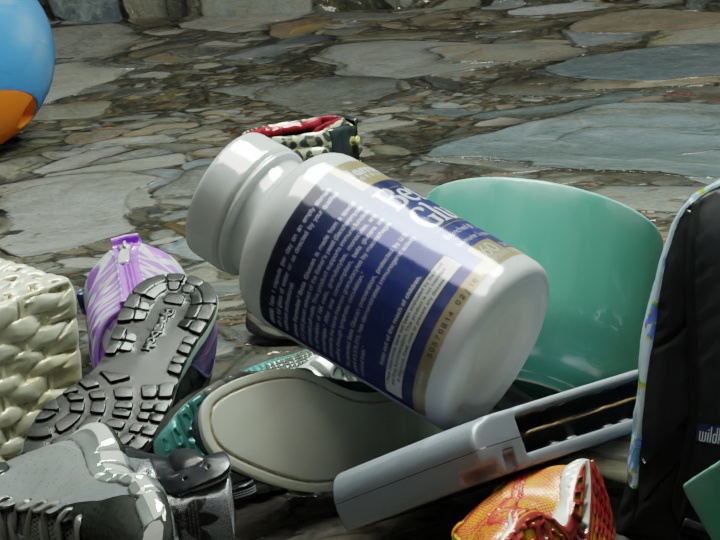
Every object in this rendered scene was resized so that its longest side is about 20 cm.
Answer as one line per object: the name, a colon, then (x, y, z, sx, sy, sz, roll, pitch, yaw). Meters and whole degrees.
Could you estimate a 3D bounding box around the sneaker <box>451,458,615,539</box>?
sneaker: (0.079, 0.152, 1.387, 0.077, 0.073, 0.200, -17, 3, 17)

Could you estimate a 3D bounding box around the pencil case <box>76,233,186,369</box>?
pencil case: (-0.150, 0.035, 1.877, 0.083, 0.086, 0.200, -5, 14, -8)

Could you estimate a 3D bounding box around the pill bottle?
pill bottle: (0.000, 0.000, 1.574, 0.199, 0.112, 0.111, 30, 28, 22)

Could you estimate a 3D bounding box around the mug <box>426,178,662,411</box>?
mug: (0.119, 0.028, 1.682, 0.184, 0.115, 0.152, 13, -18, -4)

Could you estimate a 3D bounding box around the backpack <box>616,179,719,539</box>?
backpack: (0.225, 0.042, 1.476, 0.162, 0.201, 0.154, 0, 13, 20)

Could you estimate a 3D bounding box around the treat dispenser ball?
treat dispenser ball: (-0.412, -0.219, 2.769, 0.200, 0.202, 0.201, -4, 13, 1)

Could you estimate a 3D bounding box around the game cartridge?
game cartridge: (0.082, 0.099, 1.528, 0.133, 0.042, 0.199, -20, -4, 42)

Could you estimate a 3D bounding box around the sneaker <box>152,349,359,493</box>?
sneaker: (-0.065, 0.095, 1.669, 0.091, 0.078, 0.200, -15, 1, 40)

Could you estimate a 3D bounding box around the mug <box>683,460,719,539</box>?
mug: (0.251, 0.112, 1.314, 0.152, 0.115, 0.185, -34, -9, 12)

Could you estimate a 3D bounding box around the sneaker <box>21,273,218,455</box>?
sneaker: (-0.138, 0.098, 1.666, 0.075, 0.088, 0.200, 15, 45, 21)

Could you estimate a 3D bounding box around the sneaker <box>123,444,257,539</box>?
sneaker: (-0.128, 0.137, 1.459, 0.113, 0.076, 0.200, -2, 11, 21)

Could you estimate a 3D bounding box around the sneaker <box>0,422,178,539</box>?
sneaker: (-0.154, 0.136, 1.319, 0.115, 0.075, 0.200, -13, 14, -14)

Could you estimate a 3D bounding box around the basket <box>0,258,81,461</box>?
basket: (-0.272, 0.072, 1.656, 0.123, 0.136, 0.200, 8, 18, 35)

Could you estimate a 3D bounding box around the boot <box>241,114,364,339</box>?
boot: (0.012, -0.034, 1.957, 0.202, 0.155, 0.074, -5, 13, -3)

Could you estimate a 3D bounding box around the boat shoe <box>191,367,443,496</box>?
boat shoe: (-0.020, 0.093, 1.597, 0.199, 0.075, 0.062, -4, -5, -37)
